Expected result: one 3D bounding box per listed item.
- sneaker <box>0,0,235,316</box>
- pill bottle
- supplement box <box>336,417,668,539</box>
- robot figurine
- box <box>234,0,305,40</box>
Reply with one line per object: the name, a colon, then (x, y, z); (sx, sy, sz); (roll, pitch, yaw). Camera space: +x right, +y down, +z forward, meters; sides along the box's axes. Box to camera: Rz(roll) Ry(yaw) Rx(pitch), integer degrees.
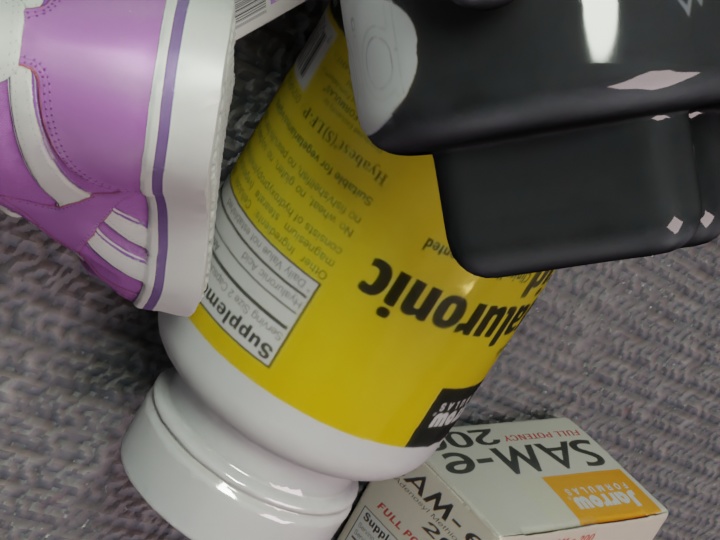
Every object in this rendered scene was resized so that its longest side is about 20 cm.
sneaker: (-0.095, -0.042, 0.729); (0.200, 0.114, 0.073); (101, -6, -72)
pill bottle: (0.000, 0.000, 0.834); (0.111, 0.111, 0.200); (4, 124, -52)
supplement box: (0.032, 0.165, 1.095); (0.126, 0.074, 0.200); (0, 126, -50)
robot figurine: (0.054, -0.101, 0.687); (0.125, 0.200, 0.150); (-8, 180, -18)
box: (-0.042, -0.149, 0.685); (0.041, 0.039, 0.200); (-33, 146, -23)
